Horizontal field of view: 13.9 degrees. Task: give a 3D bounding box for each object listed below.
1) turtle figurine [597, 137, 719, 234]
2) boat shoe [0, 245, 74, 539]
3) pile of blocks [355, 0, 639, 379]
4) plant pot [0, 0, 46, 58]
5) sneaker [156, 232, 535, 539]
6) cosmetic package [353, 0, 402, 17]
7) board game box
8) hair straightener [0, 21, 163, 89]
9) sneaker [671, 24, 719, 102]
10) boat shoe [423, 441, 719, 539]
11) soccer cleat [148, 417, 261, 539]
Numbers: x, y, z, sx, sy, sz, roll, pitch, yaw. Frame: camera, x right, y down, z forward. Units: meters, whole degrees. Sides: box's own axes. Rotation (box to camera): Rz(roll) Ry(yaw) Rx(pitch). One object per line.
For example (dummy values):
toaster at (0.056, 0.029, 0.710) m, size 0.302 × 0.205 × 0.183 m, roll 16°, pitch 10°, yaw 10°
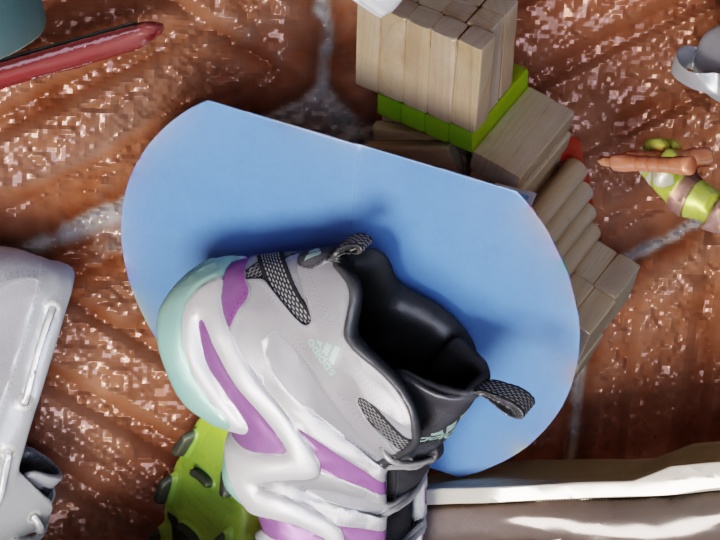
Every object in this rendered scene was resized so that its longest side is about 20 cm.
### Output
turtle figurine at (0.201, -0.004, 1.187) m, size 0.200 × 0.161 × 0.065 m, roll 20°, pitch 104°, yaw 23°
boat shoe at (-0.159, 0.085, 1.241) m, size 0.068 × 0.072 × 0.200 m, roll 8°, pitch 101°, yaw -11°
pile of blocks at (0.058, -0.045, 1.229) m, size 0.062 × 0.082 × 0.200 m, roll -49°, pitch 129°, yaw -36°
plant pot at (-0.220, -0.154, 1.047) m, size 0.200 × 0.201 × 0.161 m, roll -7°, pitch 107°, yaw -5°
sneaker at (0.016, 0.076, 1.187) m, size 0.140 × 0.078 × 0.200 m, roll -15°, pitch 115°, yaw 33°
cosmetic package at (0.038, -0.206, 1.134) m, size 0.074 × 0.102 × 0.200 m, roll 35°, pitch 104°, yaw -19°
board game box at (0.000, 0.000, 1.220) m, size 0.200 × 0.039 × 0.158 m, roll 17°, pitch 132°, yaw 13°
hair straightener at (-0.184, -0.100, 1.185) m, size 0.200 × 0.041 × 0.077 m, roll -17°, pitch 91°, yaw 5°
sneaker at (0.224, -0.096, 1.219) m, size 0.200 × 0.115 × 0.075 m, roll -21°, pitch 118°, yaw -37°
boat shoe at (0.097, 0.109, 1.247) m, size 0.200 × 0.072 × 0.060 m, roll -6°, pitch 95°, yaw 22°
soccer cleat at (-0.041, 0.148, 1.289) m, size 0.084 × 0.065 × 0.201 m, roll -13°, pitch 111°, yaw -29°
